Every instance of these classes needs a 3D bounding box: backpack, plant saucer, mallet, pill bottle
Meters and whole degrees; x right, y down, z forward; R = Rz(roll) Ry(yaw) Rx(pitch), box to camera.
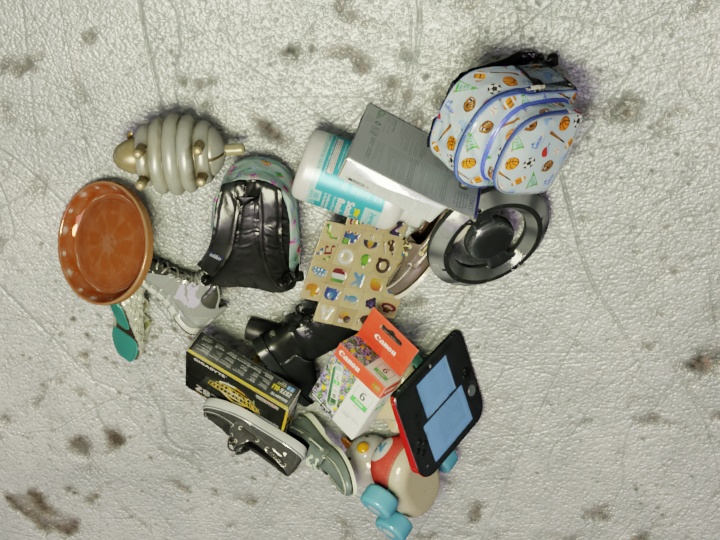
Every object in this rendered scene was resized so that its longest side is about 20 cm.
[{"bbox_3d":[-0.168,-0.074,1.658,0.167,0.127,0.200,2,121,-3],"label":"backpack"},{"bbox_3d":[-0.409,-0.044,1.718,0.200,0.032,0.200,-1,89,32],"label":"plant saucer"},{"bbox_3d":[-0.192,0.164,1.857,0.066,0.041,0.200,22,125,-5],"label":"mallet"},{"bbox_3d":[0.005,-0.130,1.604,0.200,0.111,0.111,19,121,-2],"label":"pill bottle"},{"bbox_3d":[0.198,-0.194,1.482,0.190,0.154,0.200,-3,126,-28],"label":"backpack"}]

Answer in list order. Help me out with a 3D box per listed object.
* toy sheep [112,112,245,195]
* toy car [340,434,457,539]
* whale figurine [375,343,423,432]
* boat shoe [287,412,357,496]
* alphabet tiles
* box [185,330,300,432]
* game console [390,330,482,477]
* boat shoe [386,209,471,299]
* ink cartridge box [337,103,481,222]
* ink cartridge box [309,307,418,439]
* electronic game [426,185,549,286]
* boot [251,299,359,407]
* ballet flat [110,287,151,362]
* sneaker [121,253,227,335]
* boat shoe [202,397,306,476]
[{"bbox_3d":[-0.275,-0.175,1.614,0.200,0.138,0.138,1,121,-1],"label":"toy sheep"},{"bbox_3d":[0.032,0.335,1.859,0.200,0.184,0.177,21,152,33],"label":"toy car"},{"bbox_3d":[0.035,0.200,1.807,0.200,0.104,0.159,-38,82,40],"label":"whale figurine"},{"bbox_3d":[-0.072,0.325,1.839,0.062,0.200,0.073,-17,130,-24],"label":"boat shoe"},{"bbox_3d":[0.000,0.000,1.694,0.166,0.006,0.200,13,107,-20],"label":"alphabet tiles"},{"bbox_3d":[-0.203,0.200,1.807,0.200,0.049,0.160,30,153,7],"label":"box"},{"bbox_3d":[0.130,0.222,1.750,0.031,0.200,0.177,9,127,38],"label":"game console"},{"bbox_3d":[0.101,-0.041,1.658,0.060,0.072,0.200,35,111,-17],"label":"boat shoe"},{"bbox_3d":[0.078,-0.146,1.532,0.200,0.200,0.041,25,122,-4],"label":"ink cartridge box"},{"bbox_3d":[0.003,0.168,1.718,0.109,0.050,0.200,43,128,18],"label":"ink cartridge box"},{"bbox_3d":[0.195,-0.051,1.617,0.200,0.042,0.200,-15,138,-14],"label":"electronic game"},{"bbox_3d":[-0.072,0.132,1.789,0.162,0.073,0.198,-32,131,4],"label":"boot"},{"bbox_3d":[-0.385,0.087,1.815,0.072,0.072,0.200,14,145,1],"label":"ballet flat"},{"bbox_3d":[-0.295,0.006,1.767,0.115,0.075,0.200,-33,115,15],"label":"sneaker"},{"bbox_3d":[-0.191,0.287,1.808,0.200,0.066,0.070,29,150,7],"label":"boat shoe"}]
